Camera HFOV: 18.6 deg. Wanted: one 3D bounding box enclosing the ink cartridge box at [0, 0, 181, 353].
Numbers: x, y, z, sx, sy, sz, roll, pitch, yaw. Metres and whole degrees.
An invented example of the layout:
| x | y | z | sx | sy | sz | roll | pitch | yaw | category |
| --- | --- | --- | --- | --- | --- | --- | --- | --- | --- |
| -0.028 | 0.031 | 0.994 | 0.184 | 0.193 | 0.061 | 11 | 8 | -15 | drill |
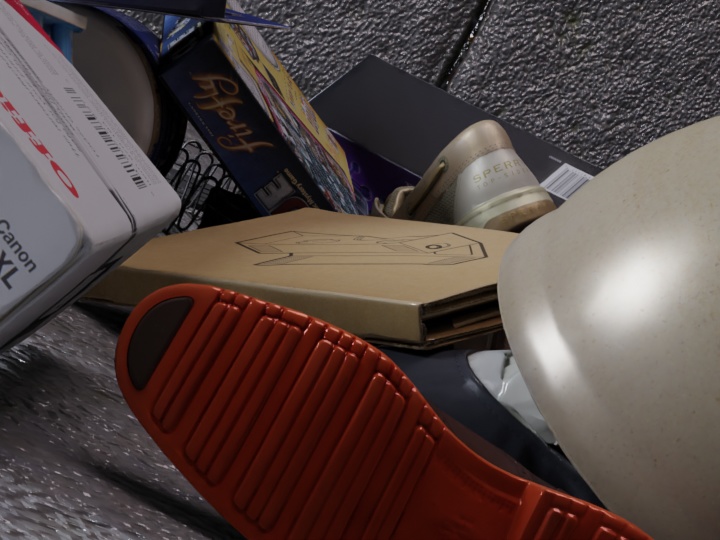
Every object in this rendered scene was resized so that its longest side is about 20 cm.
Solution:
| x | y | z | sx | sy | sz | roll | pitch | yaw | category |
| --- | --- | --- | --- | --- | --- | --- | --- | --- | --- |
| -0.143 | -0.046 | 0.713 | 0.145 | 0.083 | 0.200 | 52 | 5 | -2 | ink cartridge box |

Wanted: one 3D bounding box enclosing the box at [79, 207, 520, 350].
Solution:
| x | y | z | sx | sy | sz | roll | pitch | yaw | category |
| --- | --- | --- | --- | --- | --- | --- | --- | --- | --- |
| 0.000 | 0.000 | 0.941 | 0.199 | 0.021 | 0.163 | 6 | 13 | 40 | box |

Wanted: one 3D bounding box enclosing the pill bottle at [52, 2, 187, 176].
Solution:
| x | y | z | sx | sy | sz | roll | pitch | yaw | category |
| --- | --- | --- | --- | --- | --- | --- | --- | --- | --- |
| -0.147 | -0.081 | 1.124 | 0.111 | 0.111 | 0.200 | 26 | 6 | 0 | pill bottle |

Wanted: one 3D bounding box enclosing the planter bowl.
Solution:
| x | y | z | sx | sy | sz | roll | pitch | yaw | category |
| --- | --- | --- | --- | --- | --- | --- | --- | --- | --- |
| 0.166 | 0.019 | 0.779 | 0.200 | 0.135 | 0.201 | 33 | 30 | -22 | planter bowl |

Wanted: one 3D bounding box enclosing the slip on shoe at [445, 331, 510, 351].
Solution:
| x | y | z | sx | sy | sz | roll | pitch | yaw | category |
| --- | --- | --- | --- | --- | --- | --- | --- | --- | --- |
| 0.065 | 0.046 | 1.055 | 0.060 | 0.076 | 0.200 | 17 | -9 | 4 | slip on shoe |

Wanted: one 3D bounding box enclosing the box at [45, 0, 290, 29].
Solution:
| x | y | z | sx | sy | sz | roll | pitch | yaw | category |
| --- | --- | --- | --- | --- | --- | --- | --- | --- | --- |
| -0.140 | -0.138 | 0.997 | 0.199 | 0.033 | 0.121 | 5 | 9 | -23 | box |

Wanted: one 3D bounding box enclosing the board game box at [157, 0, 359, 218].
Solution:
| x | y | z | sx | sy | sz | roll | pitch | yaw | category |
| --- | --- | --- | --- | --- | --- | --- | --- | --- | --- |
| -0.053 | -0.079 | 1.153 | 0.136 | 0.035 | 0.200 | 54 | 7 | -16 | board game box |

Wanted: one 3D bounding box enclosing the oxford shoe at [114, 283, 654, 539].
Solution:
| x | y | z | sx | sy | sz | roll | pitch | yaw | category |
| --- | --- | --- | --- | --- | --- | --- | --- | --- | --- |
| 0.007 | 0.071 | 0.709 | 0.199 | 0.071 | 0.073 | 34 | -4 | -7 | oxford shoe |

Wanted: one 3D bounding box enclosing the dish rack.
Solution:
| x | y | z | sx | sy | sz | roll | pitch | yaw | category |
| --- | --- | --- | --- | --- | --- | --- | --- | --- | --- |
| -0.068 | -0.032 | 1.275 | 0.153 | 0.055 | 0.200 | 23 | 12 | -38 | dish rack |

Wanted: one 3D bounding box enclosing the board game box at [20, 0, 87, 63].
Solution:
| x | y | z | sx | sy | sz | roll | pitch | yaw | category |
| --- | --- | --- | --- | --- | --- | --- | --- | --- | --- |
| -0.248 | -0.107 | 0.913 | 0.199 | 0.026 | 0.200 | -1 | -6 | 25 | board game box |

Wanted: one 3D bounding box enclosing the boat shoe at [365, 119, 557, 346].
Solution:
| x | y | z | sx | sy | sz | roll | pitch | yaw | category |
| --- | --- | --- | --- | --- | --- | --- | --- | --- | --- |
| 0.037 | -0.014 | 1.126 | 0.072 | 0.065 | 0.200 | -19 | -13 | -26 | boat shoe |

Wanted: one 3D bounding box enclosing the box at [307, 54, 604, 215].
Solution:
| x | y | z | sx | sy | sz | roll | pitch | yaw | category |
| --- | --- | --- | --- | --- | --- | --- | --- | --- | --- |
| 0.059 | -0.021 | 1.321 | 0.199 | 0.079 | 0.142 | 29 | -37 | 31 | box |

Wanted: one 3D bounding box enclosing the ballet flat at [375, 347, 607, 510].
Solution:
| x | y | z | sx | sy | sz | roll | pitch | yaw | category |
| --- | --- | --- | --- | --- | --- | --- | --- | --- | --- |
| 0.088 | 0.073 | 0.824 | 0.200 | 0.073 | 0.073 | 38 | 8 | 10 | ballet flat |
